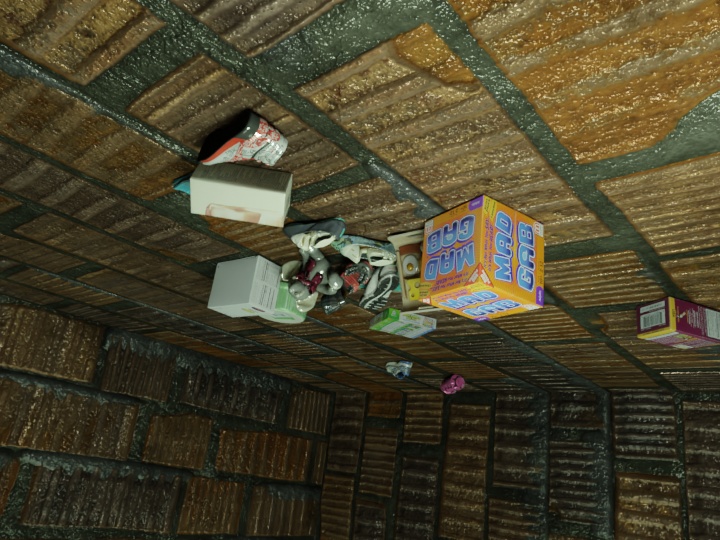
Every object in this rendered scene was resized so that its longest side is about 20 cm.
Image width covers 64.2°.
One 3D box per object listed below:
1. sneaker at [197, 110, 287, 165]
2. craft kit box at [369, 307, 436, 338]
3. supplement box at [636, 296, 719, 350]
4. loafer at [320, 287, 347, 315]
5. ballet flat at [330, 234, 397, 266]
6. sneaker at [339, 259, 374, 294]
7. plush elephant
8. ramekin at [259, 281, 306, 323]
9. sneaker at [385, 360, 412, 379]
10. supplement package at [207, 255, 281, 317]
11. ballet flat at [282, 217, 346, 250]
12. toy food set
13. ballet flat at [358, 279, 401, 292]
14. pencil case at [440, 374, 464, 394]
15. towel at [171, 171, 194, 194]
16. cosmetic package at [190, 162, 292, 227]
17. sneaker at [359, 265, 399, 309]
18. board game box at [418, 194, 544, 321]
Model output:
[{"bbox_3d":[-0.229,-0.232,1.121,0.107,0.068,0.200,28,150,-38],"label":"sneaker"},{"bbox_3d":[0.159,0.204,2.188,0.195,0.049,0.200,12,160,-18],"label":"craft kit box"},{"bbox_3d":[0.937,0.158,1.684,0.198,0.104,0.131,15,159,-15],"label":"supplement box"},{"bbox_3d":[-0.064,0.068,1.745,0.072,0.201,0.073,-17,115,15],"label":"loafer"},{"bbox_3d":[0.015,-0.049,1.519,0.197,0.075,0.074,6,160,1],"label":"ballet flat"},{"bbox_3d":[0.000,0.000,1.624,0.071,0.098,0.200,45,159,0],"label":"sneaker"},{"bbox_3d":[-0.150,0.025,1.632,0.154,0.165,0.200,-37,176,-3],"label":"plush elephant"},{"bbox_3d":[-0.277,0.118,2.034,0.197,0.099,0.200,7,160,3],"label":"ramekin"},{"bbox_3d":[0.189,0.516,2.952,0.076,0.086,0.200,17,158,-25],"label":"sneaker"},{"bbox_3d":[-0.365,0.054,1.813,0.198,0.158,0.111,-8,155,38],"label":"supplement package"},{"bbox_3d":[-0.125,-0.089,1.467,0.198,0.074,0.073,-5,156,32],"label":"ballet flat"},{"bbox_3d":[0.146,0.003,1.433,0.142,0.203,0.060,-11,176,31],"label":"toy food set"},{"bbox_3d":[0.078,0.028,1.740,0.198,0.070,0.063,3,-172,19],"label":"ballet flat"},{"bbox_3d":[0.506,0.623,3.123,0.094,0.091,0.200,42,163,8],"label":"pencil case"},{"bbox_3d":[-0.328,-0.179,1.369,0.146,0.022,0.199,-10,153,42],"label":"towel"},{"bbox_3d":[-0.252,-0.165,1.225,0.198,0.104,0.088,10,125,-2],"label":"cosmetic package"},{"bbox_3d":[0.056,0.045,1.684,0.073,0.081,0.200,13,139,-25],"label":"sneaker"},{"bbox_3d":[0.277,-0.019,1.311,0.198,0.202,0.199,19,157,-29],"label":"board game box"}]
